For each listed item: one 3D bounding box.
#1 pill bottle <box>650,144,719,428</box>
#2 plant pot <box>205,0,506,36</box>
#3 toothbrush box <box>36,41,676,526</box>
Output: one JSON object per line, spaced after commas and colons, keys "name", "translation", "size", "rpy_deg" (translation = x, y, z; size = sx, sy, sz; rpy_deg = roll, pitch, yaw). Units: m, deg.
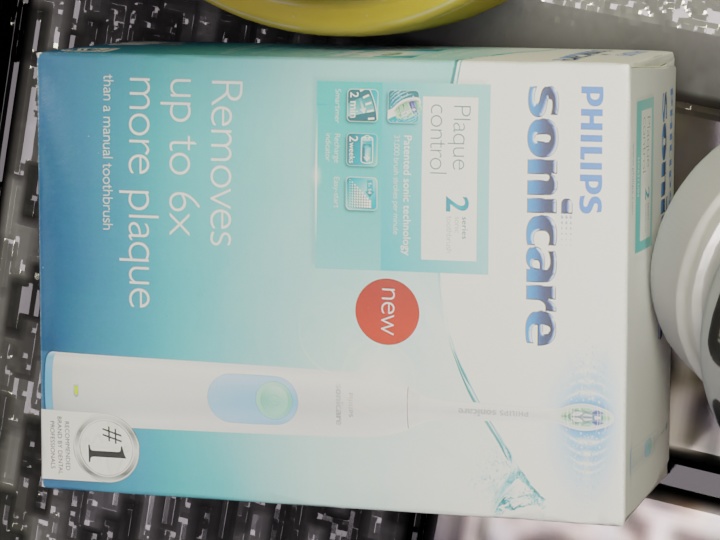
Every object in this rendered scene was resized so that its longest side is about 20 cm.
{"name": "pill bottle", "translation": [0.167, 0.032, 0.797], "size": [0.116, 0.200, 0.117], "rpy_deg": [-8, 116, -18]}
{"name": "plant pot", "translation": [-0.019, -0.169, 0.840], "size": [0.200, 0.189, 0.202], "rpy_deg": [2, 98, 18]}
{"name": "toothbrush box", "translation": [0.000, 0.000, 0.911], "size": [0.199, 0.085, 0.147], "rpy_deg": [3, 98, 15]}
